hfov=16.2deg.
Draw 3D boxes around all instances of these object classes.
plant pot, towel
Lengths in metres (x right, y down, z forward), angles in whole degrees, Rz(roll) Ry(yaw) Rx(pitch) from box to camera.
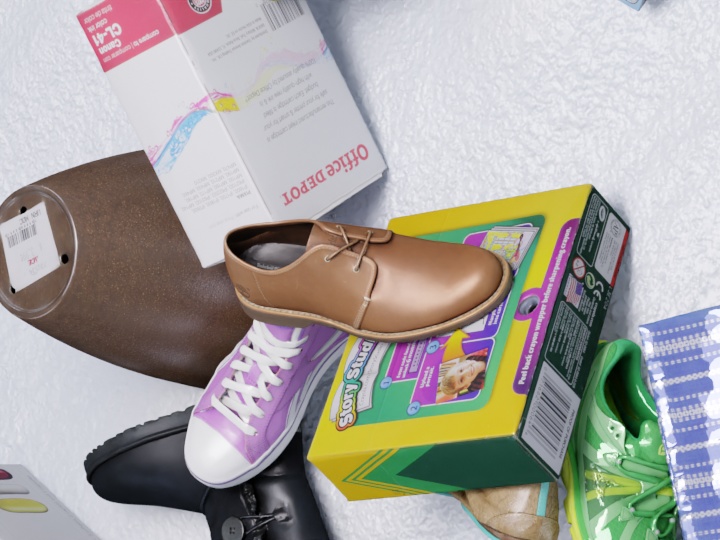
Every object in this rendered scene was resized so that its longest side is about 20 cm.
[{"bbox_3d":[-0.168,-0.009,1.832,0.186,0.199,0.188,-3,85,39],"label":"plant pot"},{"bbox_3d":[0.258,0.113,1.568,0.144,0.024,0.201,-15,78,18],"label":"towel"}]

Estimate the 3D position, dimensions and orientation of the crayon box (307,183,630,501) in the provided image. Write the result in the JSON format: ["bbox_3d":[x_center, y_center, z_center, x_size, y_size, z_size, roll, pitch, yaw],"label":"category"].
[{"bbox_3d":[0.071,0.048,1.668,0.172,0.058,0.201,-10,47,39],"label":"crayon box"}]

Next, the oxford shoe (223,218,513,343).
[{"bbox_3d":[0.000,0.000,1.652,0.199,0.071,0.072,0,54,22],"label":"oxford shoe"}]

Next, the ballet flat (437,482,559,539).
[{"bbox_3d":[0.076,0.127,1.688,0.200,0.067,0.073,25,102,64],"label":"ballet flat"}]

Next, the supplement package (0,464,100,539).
[{"bbox_3d":[-0.272,0.266,1.956,0.200,0.111,0.156,37,110,34],"label":"supplement package"}]

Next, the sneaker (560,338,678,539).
[{"bbox_3d":[0.175,0.135,1.627,0.083,0.074,0.201,-33,67,37],"label":"sneaker"}]

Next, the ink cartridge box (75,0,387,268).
[{"bbox_3d":[-0.087,-0.123,1.766,0.085,0.147,0.201,-19,99,38],"label":"ink cartridge box"}]

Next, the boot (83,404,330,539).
[{"bbox_3d":[-0.110,0.188,1.851,0.199,0.076,0.169,-23,69,29],"label":"boot"}]

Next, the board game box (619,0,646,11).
[{"bbox_3d":[0.149,-0.266,1.597,0.134,0.034,0.200,31,148,11],"label":"board game box"}]

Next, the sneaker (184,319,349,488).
[{"bbox_3d":[-0.067,0.058,1.760,0.072,0.114,0.201,35,88,18],"label":"sneaker"}]
